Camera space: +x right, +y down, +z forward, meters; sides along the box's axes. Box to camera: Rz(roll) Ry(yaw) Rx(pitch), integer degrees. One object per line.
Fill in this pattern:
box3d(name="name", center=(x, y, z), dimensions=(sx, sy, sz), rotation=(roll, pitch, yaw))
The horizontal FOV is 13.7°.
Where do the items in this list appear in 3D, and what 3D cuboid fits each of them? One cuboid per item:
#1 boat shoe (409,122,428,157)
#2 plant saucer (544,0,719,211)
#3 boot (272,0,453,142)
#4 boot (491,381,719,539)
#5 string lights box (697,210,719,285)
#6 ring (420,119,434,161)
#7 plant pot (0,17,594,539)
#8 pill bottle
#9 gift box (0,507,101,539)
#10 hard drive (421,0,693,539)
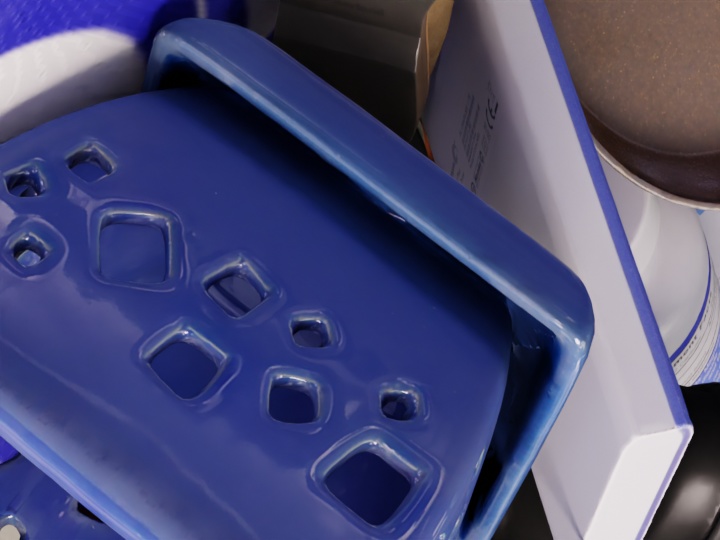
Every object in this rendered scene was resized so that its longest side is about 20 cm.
box3d(name="boat shoe", center=(-0.002, 0.001, 1.188), dimensions=(0.074, 0.066, 0.200), rotation=(-18, 157, -20))
box3d(name="plant saucer", center=(0.134, -0.124, 1.131), dimensions=(0.200, 0.201, 0.034), rotation=(-41, -152, -22))
box3d(name="boot", center=(0.011, -0.123, 0.969), dimensions=(0.200, 0.073, 0.076), rotation=(105, 6, -60))
box3d(name="boot", center=(0.039, 0.078, 1.145), dimensions=(0.157, 0.080, 0.211), rotation=(20, 154, -31))
box3d(name="string lights box", center=(0.127, -0.005, 1.453), dimensions=(0.103, 0.059, 0.200), rotation=(-40, -174, -25))
box3d(name="ring", center=(0.093, -0.071, 1.220), dimensions=(0.199, 0.019, 0.201), rotation=(-17, 154, -9))
box3d(name="plant pot", center=(-0.046, 0.049, 0.974), dimensions=(0.180, 0.200, 0.200), rotation=(-47, 168, -29))
box3d(name="pill bottle", center=(0.091, 0.012, 1.227), dimensions=(0.112, 0.112, 0.200), rotation=(-45, 154, -7))
box3d(name="gift box", center=(-0.104, 0.215, 1.205), dimensions=(0.187, 0.184, 0.200), rotation=(-58, 160, -2))
box3d(name="hard drive", center=(0.064, -0.006, 1.057), dimensions=(0.025, 0.201, 0.132), rotation=(-11, 155, -12))
